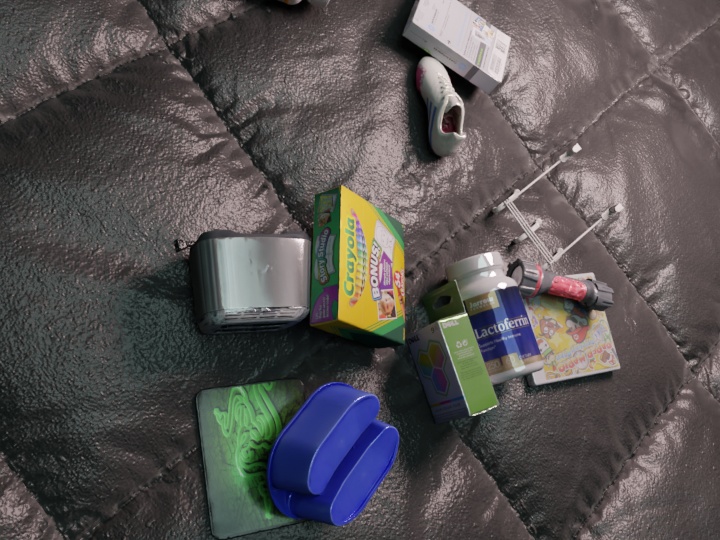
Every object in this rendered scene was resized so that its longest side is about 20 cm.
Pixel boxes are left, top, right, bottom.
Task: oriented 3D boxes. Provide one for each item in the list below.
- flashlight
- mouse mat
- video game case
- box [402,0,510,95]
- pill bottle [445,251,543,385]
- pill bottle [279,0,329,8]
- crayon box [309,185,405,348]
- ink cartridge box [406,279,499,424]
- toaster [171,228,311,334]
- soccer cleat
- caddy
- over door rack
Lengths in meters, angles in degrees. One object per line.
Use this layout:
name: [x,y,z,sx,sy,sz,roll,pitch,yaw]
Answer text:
flashlight: [0.345,0.031,1.230,0.199,0.068,0.068,13,67,-19]
mouse mat: [-0.139,0.255,0.987,0.160,0.008,0.201,-4,74,-26]
video game case: [0.359,0.101,1.263,0.199,0.023,0.183,-5,75,-27]
box: [0.184,-0.438,1.335,0.199,0.041,0.157,30,49,-15]
pill bottle: [0.210,0.078,1.148,0.115,0.116,0.201,-11,77,-28]
pill bottle: [-0.140,-0.513,1.185,0.199,0.113,0.114,15,67,-20]
crayon box: [0.000,0.000,1.063,0.172,0.058,0.201,26,58,-52]
ink cartridge box: [0.131,0.127,1.100,0.059,0.104,0.201,-12,79,-29]
toaster: [-0.158,0.017,0.997,0.199,0.114,0.130,0,75,-28]
soccer cleat: [0.151,-0.302,1.265,0.069,0.086,0.201,-1,73,-25]
caddy: [-0.041,0.247,0.976,0.200,0.105,0.142,-48,122,-34]
over door rack: [0.353,-0.108,1.296,0.200,0.067,0.148,-37,90,-9]
